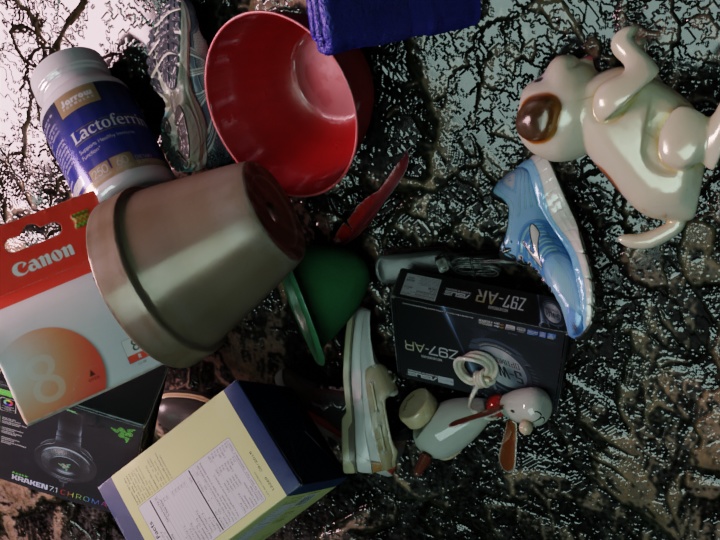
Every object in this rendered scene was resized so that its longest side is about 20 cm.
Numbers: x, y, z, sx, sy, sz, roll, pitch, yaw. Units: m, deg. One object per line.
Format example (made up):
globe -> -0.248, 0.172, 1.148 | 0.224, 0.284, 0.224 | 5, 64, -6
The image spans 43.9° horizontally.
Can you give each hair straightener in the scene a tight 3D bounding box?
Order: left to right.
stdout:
hair straightener -> 0.109, -0.001, 1.011 | 0.197, 0.077, 0.042 | 3, 103, 20

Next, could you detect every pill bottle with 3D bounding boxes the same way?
pill bottle -> -0.306, -0.156, 1.050 | 0.116, 0.115, 0.202 | -41, 70, 29

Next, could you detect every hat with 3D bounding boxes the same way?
hat -> 0.000, 0.000, 1.057 | 0.174, 0.200, 0.168 | -22, 77, -9

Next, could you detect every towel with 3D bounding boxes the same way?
towel -> 0.027, -0.296, 0.861 | 0.049, 0.198, 0.150 | 14, 119, 53

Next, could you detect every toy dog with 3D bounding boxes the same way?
toy dog -> 0.123, 0.190, 1.043 | 0.131, 0.097, 0.200 | 30, 143, -10
toy dog -> 0.251, -0.139, 0.875 | 0.198, 0.139, 0.197 | 24, 115, 17

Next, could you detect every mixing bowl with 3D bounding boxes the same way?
mixing bowl -> -0.059, -0.194, 0.963 | 0.198, 0.108, 0.203 | 19, 129, 26

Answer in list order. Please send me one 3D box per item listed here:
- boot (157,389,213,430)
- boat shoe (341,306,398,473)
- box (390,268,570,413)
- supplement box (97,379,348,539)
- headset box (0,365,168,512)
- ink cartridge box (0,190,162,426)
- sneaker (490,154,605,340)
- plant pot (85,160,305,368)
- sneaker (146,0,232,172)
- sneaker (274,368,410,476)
boot -> -0.215, 0.244, 1.201 | 0.197, 0.138, 0.078 | 22, 118, 11
boat shoe -> 0.012, 0.144, 1.090 | 0.067, 0.075, 0.204 | -1, 85, 4
box -> 0.137, 0.081, 1.019 | 0.197, 0.044, 0.161 | 12, 142, 15
supplement box -> -0.149, 0.243, 1.026 | 0.199, 0.200, 0.135 | -37, 73, 5
headset box -> -0.329, 0.174, 1.048 | 0.172, 0.093, 0.201 | 19, 131, -6
ink cartridge box -> -0.312, 0.036, 0.939 | 0.050, 0.160, 0.203 | 3, 115, 68
sneaker -> 0.194, -0.018, 0.940 | 0.089, 0.078, 0.203 | -23, 69, 18
plant pot -> -0.158, -0.022, 0.947 | 0.172, 0.200, 0.202 | -26, 102, 17
sneaker -> -0.193, -0.215, 1.042 | 0.077, 0.085, 0.204 | -6, 90, 47
sneaker -> -0.020, 0.177, 1.154 | 0.199, 0.077, 0.082 | 36, 87, 11
